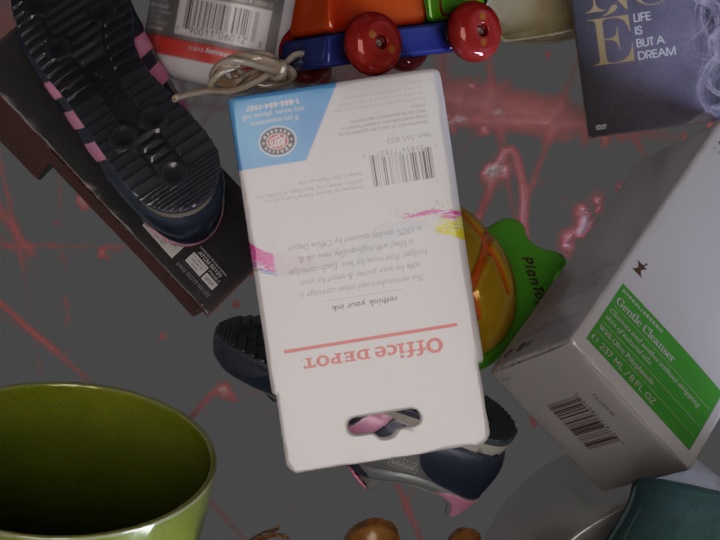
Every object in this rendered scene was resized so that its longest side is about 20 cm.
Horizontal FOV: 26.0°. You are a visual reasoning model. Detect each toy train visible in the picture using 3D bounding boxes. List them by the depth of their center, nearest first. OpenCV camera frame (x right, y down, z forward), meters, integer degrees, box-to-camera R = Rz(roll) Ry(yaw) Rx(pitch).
[{"bbox_3d":[-0.020,-0.161,0.851,0.199,0.085,0.116,-12,98,-33],"label":"toy train"}]

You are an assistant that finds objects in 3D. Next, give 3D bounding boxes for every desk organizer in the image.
[{"bbox_3d":[-0.147,-0.063,0.954,0.200,0.077,0.072,47,68,-7],"label":"desk organizer"}]

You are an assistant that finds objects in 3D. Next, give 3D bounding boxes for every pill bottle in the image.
[{"bbox_3d":[-0.059,-0.207,0.929,0.115,0.116,0.201,11,97,-3],"label":"pill bottle"}]

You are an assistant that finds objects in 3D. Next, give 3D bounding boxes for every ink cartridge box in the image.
[{"bbox_3d":[0.000,0.000,0.849,0.115,0.068,0.201,-8,90,-1],"label":"ink cartridge box"}]

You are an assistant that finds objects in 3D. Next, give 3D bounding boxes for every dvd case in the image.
[{"bbox_3d":[0.194,-0.180,0.910,0.148,0.016,0.201,-7,116,11],"label":"dvd case"}]

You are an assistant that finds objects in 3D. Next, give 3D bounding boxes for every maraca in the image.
[{"bbox_3d":[0.045,0.009,0.952,0.199,0.138,0.107,2,143,-23],"label":"maraca"}]

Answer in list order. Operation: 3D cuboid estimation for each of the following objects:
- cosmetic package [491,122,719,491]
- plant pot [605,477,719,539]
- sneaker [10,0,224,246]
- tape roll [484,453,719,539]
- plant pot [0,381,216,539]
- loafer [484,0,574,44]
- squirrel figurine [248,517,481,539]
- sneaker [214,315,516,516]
[{"bbox_3d":[0.179,0.020,0.932,0.108,0.085,0.200,45,57,-11],"label":"cosmetic package"},{"bbox_3d":[0.184,0.216,0.820,0.199,0.200,0.189,18,81,-4],"label":"plant pot"},{"bbox_3d":[-0.140,-0.096,0.891,0.070,0.082,0.200,-26,68,-9],"label":"sneaker"},{"bbox_3d":[0.179,0.220,0.979,0.202,0.139,0.204,-1,98,-5],"label":"tape roll"},{"bbox_3d":[-0.188,0.200,0.963,0.186,0.187,0.201,5,112,-3],"label":"plant pot"},{"bbox_3d":[0.084,-0.174,0.961,0.199,0.068,0.076,-6,99,-1],"label":"loafer"},{"bbox_3d":[-0.024,0.248,0.959,0.186,0.142,0.201,9,121,-10],"label":"squirrel figurine"},{"bbox_3d":[-0.007,0.097,0.990,0.199,0.070,0.082,23,116,3],"label":"sneaker"}]
